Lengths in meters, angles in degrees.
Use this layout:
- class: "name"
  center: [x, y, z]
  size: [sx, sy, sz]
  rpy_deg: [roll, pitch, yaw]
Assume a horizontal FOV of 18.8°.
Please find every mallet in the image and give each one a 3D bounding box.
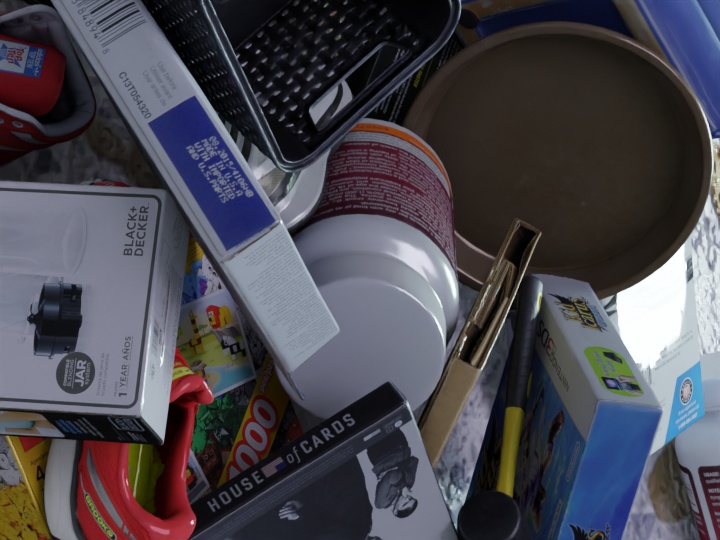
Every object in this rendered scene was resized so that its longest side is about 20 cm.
- class: "mallet"
  center: [0.093, 0.098, 1.305]
  size: [0.066, 0.041, 0.200]
  rpy_deg: [75, 22, -48]

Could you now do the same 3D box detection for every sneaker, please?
- class: "sneaker"
  center: [-0.225, -0.110, 1.106]
  size: [0.200, 0.112, 0.071]
  rpy_deg: [24, 65, -44]
- class: "sneaker"
  center: [-0.111, 0.050, 1.107]
  size: [0.077, 0.085, 0.201]
  rpy_deg: [3, 80, -48]
- class: "sneaker"
  center: [-0.065, -0.107, 1.279]
  size: [0.115, 0.076, 0.201]
  rpy_deg: [54, 21, -23]

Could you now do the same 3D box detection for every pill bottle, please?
- class: "pill bottle"
  center: [0.000, 0.000, 1.278]
  size: [0.114, 0.114, 0.200]
  rpy_deg: [58, 15, -24]
- class: "pill bottle"
  center: [0.305, 0.163, 1.652]
  size: [0.113, 0.113, 0.200]
  rpy_deg: [-27, 103, -48]

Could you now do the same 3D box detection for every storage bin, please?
- class: "storage bin"
  center: [-0.040, -0.160, 1.108]
  size: [0.135, 0.094, 0.200]
  rpy_deg: [-42, 152, -10]

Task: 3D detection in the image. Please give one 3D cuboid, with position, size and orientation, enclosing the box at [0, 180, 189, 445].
- class: "box"
  center: [-0.191, 0.017, 1.059]
  size: [0.060, 0.199, 0.117]
  rpy_deg: [71, 23, -72]

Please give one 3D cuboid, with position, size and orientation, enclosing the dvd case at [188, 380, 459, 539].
- class: "dvd case"
  center: [-0.019, 0.162, 1.217]
  size: [0.150, 0.025, 0.200]
  rpy_deg: [-32, 142, -9]

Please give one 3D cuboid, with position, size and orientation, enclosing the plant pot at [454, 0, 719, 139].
- class: "plant pot"
  center: [0.172, -0.186, 1.440]
  size: [0.200, 0.200, 0.180]
  rpy_deg: [55, 47, -28]

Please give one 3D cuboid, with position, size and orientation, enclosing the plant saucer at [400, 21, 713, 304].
- class: "plant saucer"
  center: [0.121, -0.068, 1.372]
  size: [0.200, 0.200, 0.029]
  rpy_deg: [57, 17, -24]

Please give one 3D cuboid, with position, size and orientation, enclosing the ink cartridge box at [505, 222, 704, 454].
- class: "ink cartridge box"
  center: [0.168, 0.024, 1.512]
  size: [0.145, 0.084, 0.201]
  rpy_deg: [-24, 112, -54]

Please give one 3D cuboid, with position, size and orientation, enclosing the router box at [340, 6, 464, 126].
- class: "router box"
  center: [0.043, -0.113, 1.456]
  size: [0.149, 0.051, 0.200]
  rpy_deg: [45, 52, -36]

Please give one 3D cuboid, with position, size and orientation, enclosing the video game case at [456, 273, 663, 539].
- class: "video game case"
  center: [0.117, 0.129, 1.349]
  size: [0.045, 0.181, 0.200]
  rpy_deg: [10, 111, -12]

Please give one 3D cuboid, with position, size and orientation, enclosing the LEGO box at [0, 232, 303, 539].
- class: "LEGO box"
  center: [-0.137, 0.082, 1.195]
  size: [0.200, 0.077, 0.149]
  rpy_deg: [-35, 109, -46]

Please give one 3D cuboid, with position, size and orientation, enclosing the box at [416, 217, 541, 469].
- class: "box"
  center: [0.049, 0.085, 1.315]
  size: [0.021, 0.200, 0.164]
  rpy_deg: [25, 35, 3]

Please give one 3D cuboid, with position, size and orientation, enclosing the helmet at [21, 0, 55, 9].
- class: "helmet"
  center: [-0.139, -0.235, 1.173]
  size: [0.190, 0.200, 0.201]
  rpy_deg: [15, 71, -47]

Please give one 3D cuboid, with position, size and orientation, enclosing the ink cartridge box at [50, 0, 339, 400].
- class: "ink cartridge box"
  center: [-0.081, -0.050, 1.111]
  size: [0.197, 0.043, 0.200]
  rpy_deg: [56, -3, 23]

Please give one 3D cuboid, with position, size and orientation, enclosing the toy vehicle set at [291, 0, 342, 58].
- class: "toy vehicle set"
  center: [-0.031, -0.216, 1.325]
  size: [0.200, 0.026, 0.125]
  rpy_deg: [71, 21, -75]
